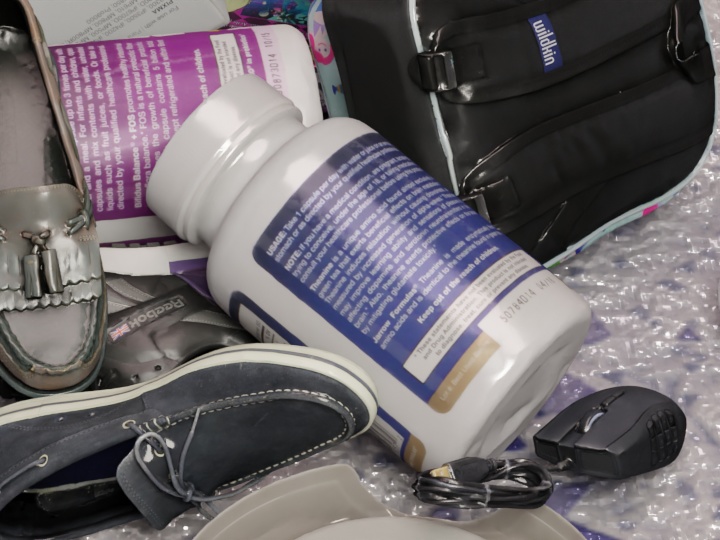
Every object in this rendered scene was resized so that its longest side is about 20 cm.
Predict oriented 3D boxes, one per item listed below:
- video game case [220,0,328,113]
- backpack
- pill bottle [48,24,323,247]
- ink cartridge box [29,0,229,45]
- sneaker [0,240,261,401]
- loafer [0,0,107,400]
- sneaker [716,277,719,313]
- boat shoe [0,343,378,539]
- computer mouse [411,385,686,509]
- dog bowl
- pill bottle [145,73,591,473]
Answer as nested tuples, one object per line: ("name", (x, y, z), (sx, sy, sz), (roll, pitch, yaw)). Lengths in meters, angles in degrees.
("video game case", (-0.016, -0.155, 1.592), (0.199, 0.036, 0.182), (10, 39, 9))
("backpack", (0.081, -0.096, 1.418), (0.200, 0.178, 0.150), (-24, 16, -30))
("pill bottle", (-0.123, -0.063, 1.420), (0.199, 0.113, 0.112), (-6, 41, -10))
("ink cartridge box", (-0.186, -0.199, 1.485), (0.144, 0.200, 0.146), (-30, 40, 12))
("sneaker", (-0.126, 0.038, 1.334), (0.199, 0.076, 0.088), (-9, 47, -13))
("loafer", (-0.160, -0.039, 1.304), (0.072, 0.063, 0.201), (-7, 63, -13))
("sneaker", (0.269, 0.026, 1.353), (0.199, 0.082, 0.075), (23, 44, 23))
("boat shoe", (-0.085, 0.083, 1.257), (0.199, 0.075, 0.062), (-12, 47, 17))
("computer mouse", (0.089, 0.077, 1.262), (0.058, 0.034, 0.200), (15, 14, 31))
("dog bowl", (0.014, 0.170, 1.191), (0.199, 0.059, 0.200), (1, 39, -1))
("pill bottle", (0.000, 0.000, 1.298), (0.200, 0.111, 0.111), (39, 50, 14))
